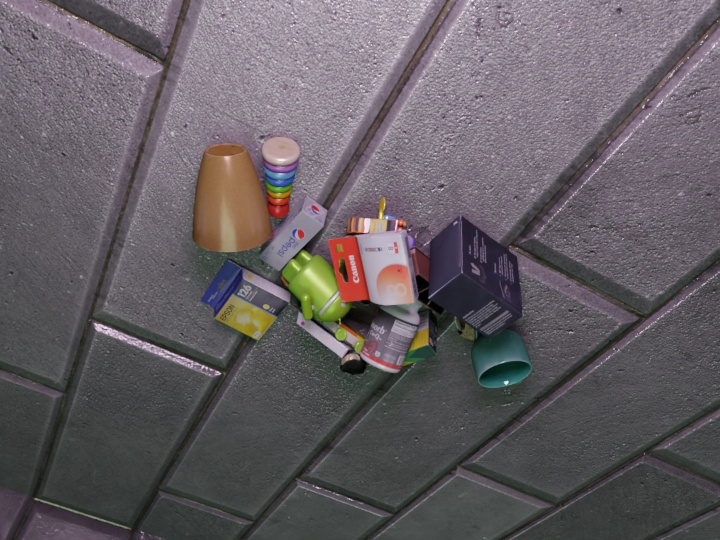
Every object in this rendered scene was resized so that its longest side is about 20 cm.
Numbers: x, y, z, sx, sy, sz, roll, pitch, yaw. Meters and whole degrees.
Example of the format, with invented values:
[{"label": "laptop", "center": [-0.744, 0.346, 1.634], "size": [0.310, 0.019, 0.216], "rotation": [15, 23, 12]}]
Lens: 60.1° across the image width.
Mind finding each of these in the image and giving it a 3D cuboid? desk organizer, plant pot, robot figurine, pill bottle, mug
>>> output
[{"label": "desk organizer", "center": [0.163, 0.029, 1.507], "size": [0.071, 0.078, 0.199], "rotation": [-28, 140, 28]}, {"label": "plant pot", "center": [-0.295, -0.173, 1.394], "size": [0.182, 0.187, 0.203], "rotation": [3, 120, 4]}, {"label": "robot figurine", "center": [-0.100, 0.044, 1.551], "size": [0.200, 0.176, 0.116], "rotation": [44, 139, -1]}, {"label": "pill bottle", "center": [0.084, 0.146, 1.582], "size": [0.114, 0.116, 0.203], "rotation": [21, 94, -12]}, {"label": "mug", "center": [0.376, 0.239, 1.692], "size": [0.149, 0.116, 0.186], "rotation": [-8, 145, -3]}]

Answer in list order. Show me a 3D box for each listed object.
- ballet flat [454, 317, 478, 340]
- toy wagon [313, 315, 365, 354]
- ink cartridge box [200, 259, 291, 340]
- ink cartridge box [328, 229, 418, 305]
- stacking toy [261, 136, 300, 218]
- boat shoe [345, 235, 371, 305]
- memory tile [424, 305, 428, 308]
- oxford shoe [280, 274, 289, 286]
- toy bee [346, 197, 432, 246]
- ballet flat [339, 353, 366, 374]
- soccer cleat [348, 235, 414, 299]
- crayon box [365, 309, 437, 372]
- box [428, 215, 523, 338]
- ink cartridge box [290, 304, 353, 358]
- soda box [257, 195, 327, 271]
[{"label": "ballet flat", "center": [0.278, 0.116, 1.628], "size": [0.064, 0.071, 0.202], "rotation": [6, 138, 14]}, {"label": "toy wagon", "center": [-0.063, 0.153, 1.670], "size": [0.199, 0.155, 0.040], "rotation": [38, 87, -23]}, {"label": "ink cartridge box", "center": [-0.319, 0.086, 1.706], "size": [0.198, 0.048, 0.198], "rotation": [27, 131, -19]}, {"label": "ink cartridge box", "center": [0.023, -0.001, 1.417], "size": [0.196, 0.050, 0.165], "rotation": [-6, 108, 21]}, {"label": "stacking toy", "center": [-0.182, -0.198, 1.413], "size": [0.084, 0.086, 0.202], "rotation": [9, 138, 0]}, {"label": "boat shoe", "center": [0.000, 0.000, 1.571], "size": [0.070, 0.068, 0.202], "rotation": [-4, 130, 14]}, {"label": "memory tile", "center": [0.162, 0.042, 1.620], "size": [0.196, 0.017, 0.155], "rotation": [0, 132, 8]}, {"label": "oxford shoe", "center": [-0.116, 0.047, 1.641], "size": [0.198, 0.071, 0.074], "rotation": [29, 102, -15]}, {"label": "toy bee", "center": [0.066, -0.105, 1.440], "size": [0.196, 0.109, 0.133], "rotation": [-16, 86, -1]}, {"label": "ballet flat", "center": [-0.022, 0.242, 1.661], "size": [0.065, 0.058, 0.200], "rotation": [-10, 164, 3]}, {"label": "soccer cleat", "center": [0.057, -0.006, 1.512], "size": [0.199, 0.077, 0.067], "rotation": [-37, 122, 2]}, {"label": "crayon box", "center": [0.112, 0.195, 1.691], "size": [0.197, 0.128, 0.051], "rotation": [-22, 127, 26]}, {"label": "box", "center": [0.268, 0.015, 1.458], "size": [0.198, 0.199, 0.117], "rotation": [33, 129, -21]}, {"label": "ink cartridge box", "center": [-0.109, 0.163, 1.664], "size": [0.199, 0.095, 0.037], "rotation": [38, 89, 11]}, {"label": "soda box", "center": [-0.166, -0.088, 1.514], "size": [0.068, 0.064, 0.200], "rotation": [34, 127, -20]}]
